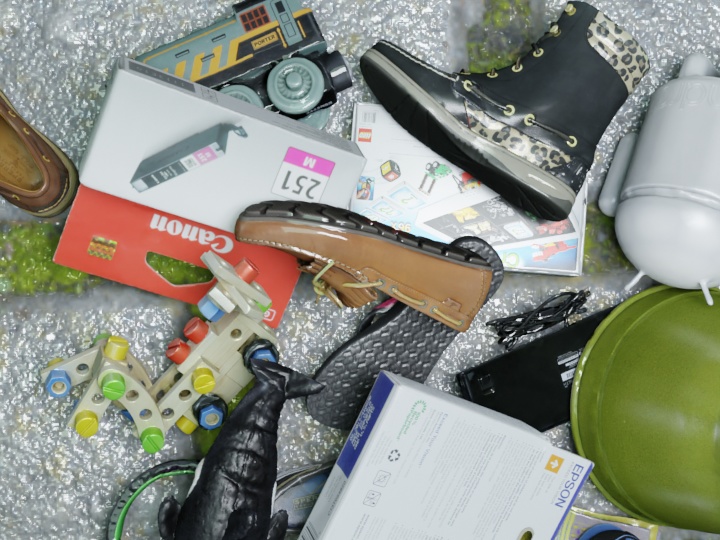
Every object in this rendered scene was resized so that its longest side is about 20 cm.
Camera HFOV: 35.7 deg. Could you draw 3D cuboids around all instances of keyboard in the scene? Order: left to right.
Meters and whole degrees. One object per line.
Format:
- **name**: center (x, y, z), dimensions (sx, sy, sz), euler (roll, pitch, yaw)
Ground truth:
- **keyboard**: center (0.171, 0.066, 0.927), dimensions (0.198, 0.040, 0.105), euler (-21, 102, -13)

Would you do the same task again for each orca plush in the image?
- **orca plush**: center (-0.078, 0.172, 0.823), dimensions (0.105, 0.071, 0.201), euler (35, 81, -27)

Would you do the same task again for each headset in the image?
- **headset**: center (-0.136, 0.252, 0.881), dimensions (0.122, 0.094, 0.203), euler (-9, 88, -2)

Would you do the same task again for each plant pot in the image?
- **plant pot**: center (0.285, 0.113, 0.834), dimensions (0.198, 0.193, 0.203), euler (0, 91, -12)

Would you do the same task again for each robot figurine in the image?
- **robot figurine**: center (0.268, -0.072, 0.885), dimensions (0.112, 0.168, 0.202), euler (30, 73, -39)

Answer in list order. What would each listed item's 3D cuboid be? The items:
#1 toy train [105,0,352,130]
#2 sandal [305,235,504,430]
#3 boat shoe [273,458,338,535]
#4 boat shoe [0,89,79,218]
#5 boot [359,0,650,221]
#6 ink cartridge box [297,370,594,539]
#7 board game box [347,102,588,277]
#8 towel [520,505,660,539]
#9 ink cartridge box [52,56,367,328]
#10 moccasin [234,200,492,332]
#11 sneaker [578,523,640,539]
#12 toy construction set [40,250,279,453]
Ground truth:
- **toy train**: center (-0.108, -0.147, 0.903), dimensions (0.198, 0.085, 0.115), euler (-24, 77, 0)
- **sandal**: center (0.036, 0.052, 0.912), dimensions (0.200, 0.045, 0.075), euler (-45, 111, 1)
- **boat shoe**: center (0.013, 0.171, 0.902), dimensions (0.197, 0.066, 0.071), euler (-11, 89, -2)
- **boat shoe**: center (-0.314, -0.120, 0.896), dimensions (0.199, 0.068, 0.072), euler (39, 88, -1)
- **boot**: center (0.116, -0.154, 0.884), dimensions (0.203, 0.074, 0.154), euler (35, 80, 1)
- **ink cartridge box**: center (0.058, 0.198, 0.869), dimensions (0.198, 0.041, 0.201), euler (24, 97, -27)
- **board game box**: center (0.087, -0.066, 0.926), dimensions (0.197, 0.035, 0.128), euler (5, 87, -2)
- **towel**: center (0.159, 0.289, 0.927), dimensions (0.142, 0.023, 0.202), euler (17, 88, -2)
- **ink cartridge box**: center (-0.118, -0.046, 0.857), dimensions (0.198, 0.044, 0.175), euler (18, 110, -19)
- **moccasin**: center (-0.001, 0.000, 0.840), dimensions (0.199, 0.074, 0.079), euler (16, 101, -23)
- **sneaker**: center (0.162, 0.293, 0.877), dimensions (0.070, 0.078, 0.202), euler (29, 88, -1)
- **toy construction set**: center (-0.139, 0.061, 0.871), dimensions (0.199, 0.093, 0.131), euler (-39, 120, 19)
